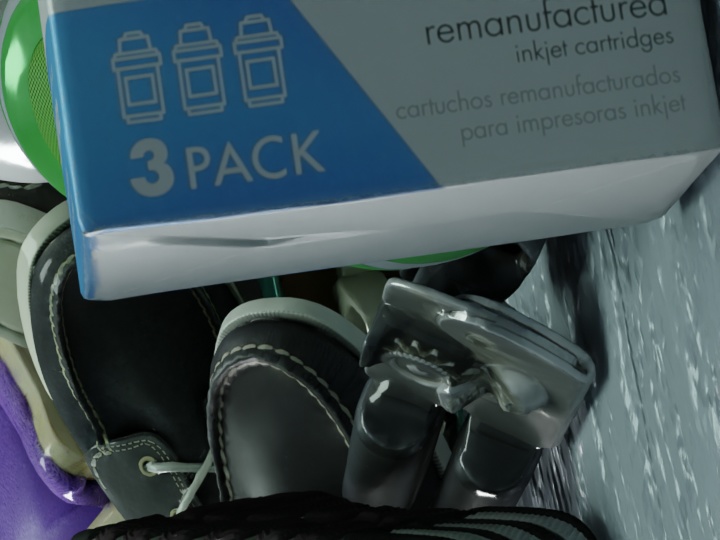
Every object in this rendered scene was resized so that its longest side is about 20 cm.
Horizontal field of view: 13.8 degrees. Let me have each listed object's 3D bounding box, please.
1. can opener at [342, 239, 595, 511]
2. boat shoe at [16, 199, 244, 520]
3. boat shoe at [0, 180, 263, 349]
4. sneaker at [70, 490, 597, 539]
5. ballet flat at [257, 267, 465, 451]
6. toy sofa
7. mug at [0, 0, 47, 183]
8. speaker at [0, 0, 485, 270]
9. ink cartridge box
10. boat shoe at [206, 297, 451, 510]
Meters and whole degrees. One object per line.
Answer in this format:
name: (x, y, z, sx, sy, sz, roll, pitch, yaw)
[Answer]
can opener: (0.030, 0.024, 0.767, 0.200, 0.053, 0.067, 100, -167, -75)
boat shoe: (-0.050, 0.057, 0.955, 0.068, 0.072, 0.201, 46, 162, 50)
boat shoe: (-0.053, 0.013, 1.017, 0.072, 0.201, 0.061, -37, 34, 38)
sneaker: (-0.011, 0.120, 0.770, 0.200, 0.075, 0.116, -3, 94, 57)
ballet flat: (0.000, 0.000, 0.938, 0.070, 0.067, 0.201, 172, 87, -70)
toy sofa: (-0.131, 0.049, 1.082, 0.097, 0.083, 0.200, 24, -158, -45)
mug: (-0.154, -0.096, 0.921, 0.200, 0.175, 0.148, -56, 3, -33)
speaker: (-0.022, -0.047, 0.694, 0.200, 0.088, 0.089, -170, 72, -66)
ink cartridge box: (-0.009, -0.105, 0.552, 0.068, 0.114, 0.201, 110, 152, -78)
boat shoe: (-0.006, 0.105, 0.895, 0.060, 0.074, 0.201, -52, -45, -51)
